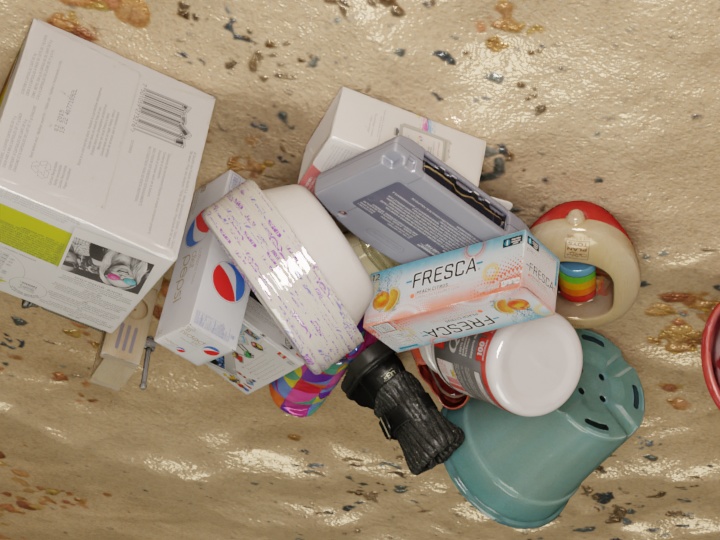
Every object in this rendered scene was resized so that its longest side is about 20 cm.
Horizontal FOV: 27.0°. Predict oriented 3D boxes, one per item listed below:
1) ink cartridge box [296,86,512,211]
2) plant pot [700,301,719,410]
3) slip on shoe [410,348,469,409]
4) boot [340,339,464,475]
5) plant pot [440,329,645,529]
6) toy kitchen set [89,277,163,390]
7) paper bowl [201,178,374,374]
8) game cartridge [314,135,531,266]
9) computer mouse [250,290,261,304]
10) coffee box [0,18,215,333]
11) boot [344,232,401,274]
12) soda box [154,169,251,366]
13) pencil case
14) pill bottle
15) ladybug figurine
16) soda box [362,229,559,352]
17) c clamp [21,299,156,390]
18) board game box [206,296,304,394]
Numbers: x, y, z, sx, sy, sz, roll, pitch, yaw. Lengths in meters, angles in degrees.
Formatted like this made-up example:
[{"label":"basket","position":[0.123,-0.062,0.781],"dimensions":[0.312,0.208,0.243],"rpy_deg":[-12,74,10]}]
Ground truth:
[{"label":"ink cartridge box","position":[0.048,-0.098,1.522],"dimensions":[0.199,0.068,0.117],"rpy_deg":[20,148,-12]},{"label":"plant pot","position":[0.471,0.079,1.559],"dimensions":[0.200,0.201,0.182],"rpy_deg":[21,155,-16]},{"label":"slip on shoe","position":[0.083,0.080,1.761],"dimensions":[0.074,0.061,0.201],"rpy_deg":[-19,118,15]},{"label":"boot","position":[0.051,0.174,1.831],"dimensions":[0.158,0.079,0.211],"rpy_deg":[51,175,9]},{"label":"plant pot","position":[0.226,0.178,1.805],"dimensions":[0.199,0.201,0.196],"rpy_deg":[22,138,-18]},{"label":"toy kitchen set","position":[-0.318,-0.005,1.677],"dimensions":[0.199,0.181,0.163],"rpy_deg":[20,146,-16]},{"label":"paper bowl","position":[-0.062,-0.004,1.495],"dimensions":[0.104,0.201,0.201],"rpy_deg":[-34,141,-4]},{"label":"game cartridge","position":[0.057,-0.055,1.486],"dimensions":[0.133,0.041,0.200],"rpy_deg":[-25,135,39]},{"label":"computer mouse","position":[-0.145,0.051,1.861],"dimensions":[0.058,0.034,0.200],"rpy_deg":[28,155,1]},{"label":"coffee box","position":[-0.287,-0.089,1.514],"dimensions":[0.199,0.201,0.198],"rpy_deg":[22,147,-18]},{"label":"boot","position":[0.000,0.000,1.682],"dimensions":[0.155,0.073,0.200],"rpy_deg":[-24,161,16]},{"label":"soda box","position":[-0.156,-0.004,1.608],"dimensions":[0.064,0.201,0.068],"rpy_deg":[33,142,-30]},{"label":"pencil case","position":[-0.051,0.113,1.875],"dimensions":[0.088,0.089,0.200],"rpy_deg":[19,149,-13]},{"label":"pill bottle","position":[0.147,0.087,1.651],"dimensions":[0.116,0.116,0.200],"rpy_deg":[27,175,-24]},{"label":"ladybug figurine","position":[0.232,-0.011,1.597],"dimensions":[0.135,0.072,0.200],"rpy_deg":[7,149,9]},{"label":"soda box","position":[0.099,0.023,1.504],"dimensions":[0.199,0.069,0.064],"rpy_deg":[-15,143,37]},{"label":"c clamp","position":[-0.327,0.041,1.782],"dimensions":[0.199,0.171,0.027],"rpy_deg":[26,123,-14]},{"label":"board game box","position":[-0.148,0.088,1.846],"dimensions":[0.126,0.035,0.200],"rpy_deg":[38,154,-11]}]
